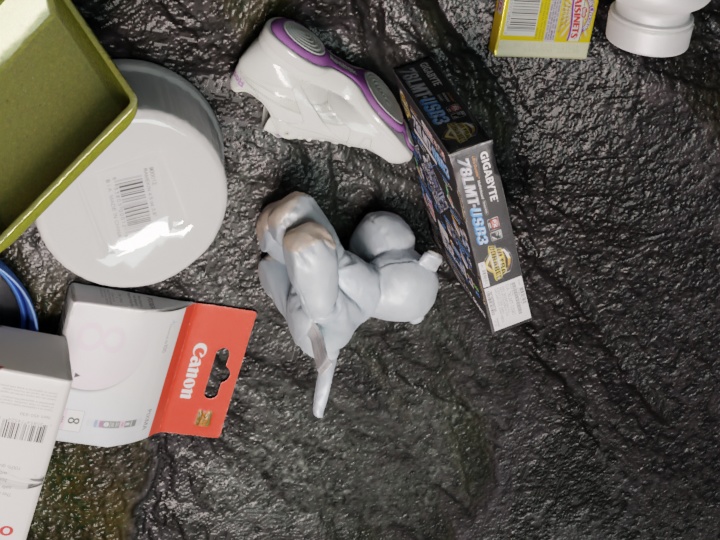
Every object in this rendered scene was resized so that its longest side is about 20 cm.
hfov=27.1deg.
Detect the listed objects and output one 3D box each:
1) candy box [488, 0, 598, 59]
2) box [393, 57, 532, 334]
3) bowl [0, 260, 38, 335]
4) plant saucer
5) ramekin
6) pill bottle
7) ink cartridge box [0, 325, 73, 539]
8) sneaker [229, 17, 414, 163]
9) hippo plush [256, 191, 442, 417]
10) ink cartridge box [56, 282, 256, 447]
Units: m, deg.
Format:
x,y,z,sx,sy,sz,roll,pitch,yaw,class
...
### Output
x,y,z,sx,sy,sz,roll,pitch,yaw,class
0.187,-0.301,1.424,0.101,0.026,0.202,-2,119,-20,candy box
0.095,-0.073,1.421,0.049,0.201,0.201,-18,122,-6,box
-0.410,0.059,1.437,0.198,0.039,0.203,-7,120,-13,bowl
-0.290,-0.132,1.294,0.199,0.201,0.048,-43,149,10,plant saucer
-0.216,-0.083,1.381,0.198,0.098,0.203,-7,120,-12,ramekin
0.283,-0.307,1.384,0.109,0.111,0.202,-4,123,-15,pill bottle
-0.371,0.155,1.430,0.145,0.083,0.202,12,115,-21,ink cartridge box
-0.035,-0.157,1.422,0.199,0.075,0.099,34,119,-26,sneaker
0.000,0.000,1.452,0.159,0.201,0.160,-14,144,-18,hippo plush
-0.216,0.105,1.518,0.197,0.057,0.164,11,115,-17,ink cartridge box
